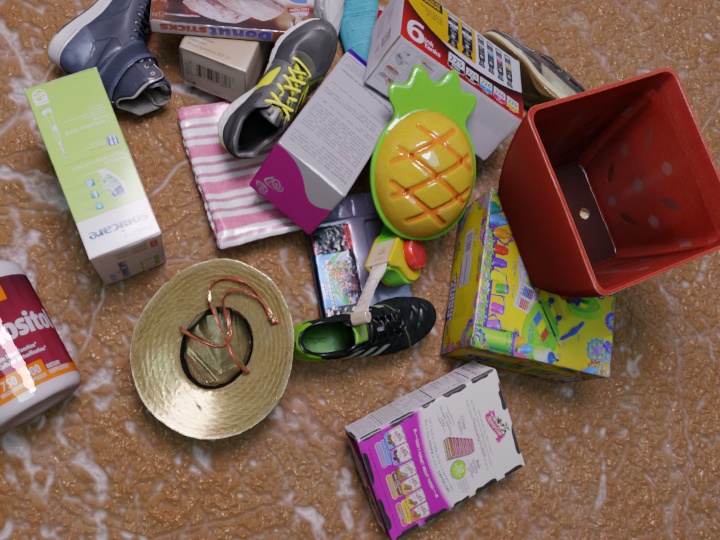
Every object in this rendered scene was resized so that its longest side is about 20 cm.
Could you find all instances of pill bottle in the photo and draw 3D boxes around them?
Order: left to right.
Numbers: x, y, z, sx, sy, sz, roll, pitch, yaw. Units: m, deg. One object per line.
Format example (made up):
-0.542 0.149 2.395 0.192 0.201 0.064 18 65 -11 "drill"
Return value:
-0.404 0.065 0.796 0.111 0.113 0.203 -30 87 -17 "pill bottle"

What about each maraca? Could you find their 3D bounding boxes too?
0.078 -0.138 0.865 0.133 0.107 0.206 3 99 -18 "maraca"

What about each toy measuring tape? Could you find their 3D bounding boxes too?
0.037 0.010 0.882 0.072 0.074 0.202 28 45 -6 "toy measuring tape"

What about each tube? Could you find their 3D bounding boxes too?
0.004 -0.318 1.007 0.075 0.050 0.205 -9 77 -12 "tube"

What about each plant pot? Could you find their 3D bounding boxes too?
0.266 -0.078 0.825 0.196 0.176 0.204 -18 82 -18 "plant pot"

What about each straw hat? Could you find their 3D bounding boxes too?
-0.169 0.091 0.860 0.195 0.085 0.207 0 88 -8 "straw hat"

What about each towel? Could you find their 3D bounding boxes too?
-0.142 -0.136 0.926 0.143 0.030 0.204 -17 73 -15 "towel"

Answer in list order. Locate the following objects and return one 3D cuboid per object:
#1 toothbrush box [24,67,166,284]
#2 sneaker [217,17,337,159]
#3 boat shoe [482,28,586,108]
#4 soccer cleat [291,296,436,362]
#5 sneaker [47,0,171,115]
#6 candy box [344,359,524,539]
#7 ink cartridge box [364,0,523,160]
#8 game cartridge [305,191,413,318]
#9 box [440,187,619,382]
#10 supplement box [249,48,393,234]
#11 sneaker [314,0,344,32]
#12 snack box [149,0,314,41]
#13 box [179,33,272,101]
-0.302 -0.103 0.838 0.084 0.146 0.204 -21 83 -16 "toothbrush box"
-0.092 -0.208 0.865 0.074 0.085 0.201 33 105 -31 "sneaker"
0.254 -0.280 1.049 0.199 0.073 0.065 41 62 -6 "boat shoe"
0.008 0.075 0.878 0.195 0.081 0.069 -11 89 -15 "soccer cleat"
-0.270 -0.293 0.910 0.145 0.077 0.204 37 77 7 "sneaker"
0.093 0.218 0.892 0.196 0.061 0.140 -23 103 -16 "candy box"
0.112 -0.275 0.948 0.197 0.084 0.179 27 45 -22 "ink cartridge box"
0.000 0.000 0.947 0.126 0.038 0.205 -8 81 -19 "game cartridge"
0.223 0.026 0.947 0.188 0.122 0.205 13 75 -10 "box"
-0.037 -0.161 0.898 0.103 0.101 0.202 36 52 -11 "supplement box"
-0.052 -0.366 0.967 0.073 0.087 0.205 18 92 12 "sneaker"
-0.154 -0.320 0.879 0.194 0.024 0.074 2 71 -10 "snack box"
-0.155 -0.330 0.939 0.093 0.078 0.204 18 69 -3 "box"
